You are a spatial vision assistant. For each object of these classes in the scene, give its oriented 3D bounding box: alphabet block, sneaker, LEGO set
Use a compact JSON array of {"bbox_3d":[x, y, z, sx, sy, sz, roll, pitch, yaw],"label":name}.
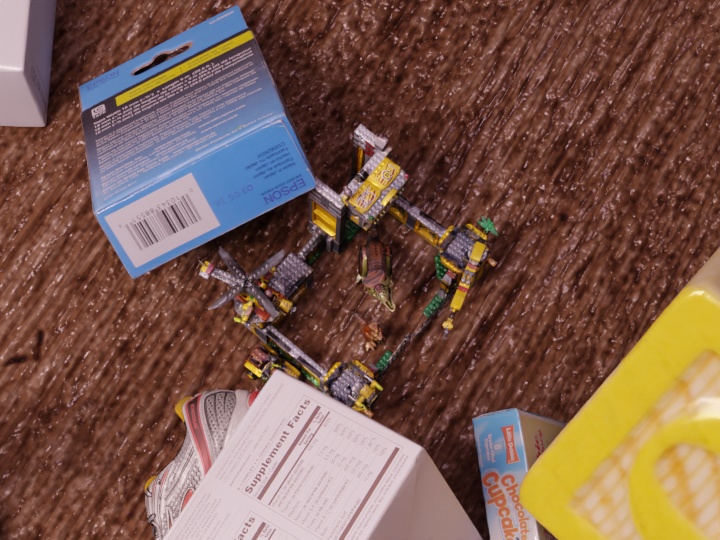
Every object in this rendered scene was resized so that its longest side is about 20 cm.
[{"bbox_3d":[0.249,0.102,0.908,0.195,0.197,0.200,40,32,12],"label":"alphabet block"},{"bbox_3d":[-0.107,0.177,0.983,0.081,0.078,0.202,6,68,15],"label":"sneaker"},{"bbox_3d":[0.000,0.000,1.012,0.200,0.116,0.154,-42,78,-13],"label":"LEGO set"}]

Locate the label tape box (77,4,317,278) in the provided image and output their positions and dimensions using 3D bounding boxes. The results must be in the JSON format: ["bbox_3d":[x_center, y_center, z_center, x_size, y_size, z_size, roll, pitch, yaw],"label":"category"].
[{"bbox_3d":[-0.121,-0.097,1.042,0.143,0.064,0.200,-26,33,2],"label":"label tape box"}]

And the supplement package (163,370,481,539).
[{"bbox_3d":[-0.020,0.186,0.890,0.110,0.200,0.156,24,71,29],"label":"supplement package"}]

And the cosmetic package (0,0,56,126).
[{"bbox_3d":[-0.267,-0.219,1.083,0.070,0.102,0.202,2,73,-2],"label":"cosmetic package"}]

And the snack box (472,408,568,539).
[{"bbox_3d":[0.126,0.197,0.955,0.037,0.116,0.202,-16,70,27],"label":"snack box"}]
